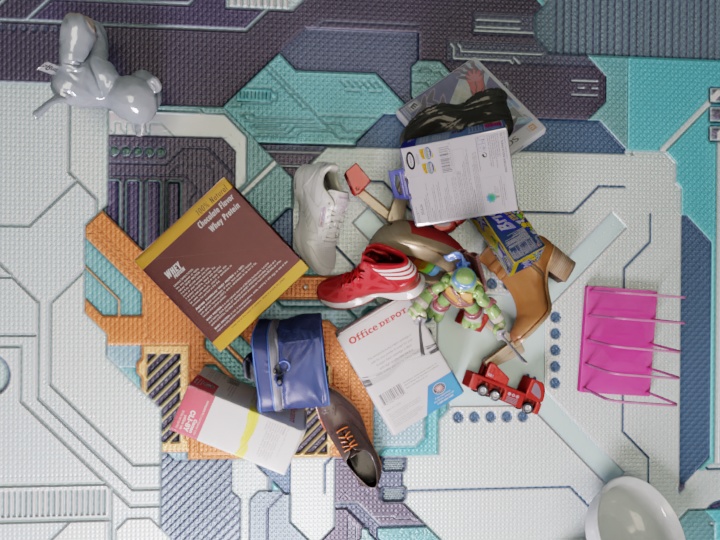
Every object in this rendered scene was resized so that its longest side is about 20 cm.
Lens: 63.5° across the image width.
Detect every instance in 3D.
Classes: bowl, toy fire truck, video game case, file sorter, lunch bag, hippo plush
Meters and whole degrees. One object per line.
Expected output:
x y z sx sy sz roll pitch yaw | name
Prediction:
0.475 0.481 1.045 0.201 0.090 0.202 13 56 -19 | bowl
0.080 -0.131 1.044 0.141 0.049 0.200 -37 95 -2 | toy fire truck
0.193 -0.265 1.036 0.182 0.023 0.200 -35 69 -4 | video game case
0.490 0.134 1.047 0.139 0.125 0.201 4 90 -4 | file sorter
-0.122 0.151 0.959 0.132 0.200 0.136 -6 95 -3 | lunch bag
-0.404 -0.317 0.951 0.160 0.200 0.160 14 111 -12 | hippo plush
0.255 0.166 1.066 0.200 0.049 0.141 22 87 -5 | toy fire truck

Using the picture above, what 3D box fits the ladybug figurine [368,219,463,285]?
0.109 -0.032 1.017 0.200 0.136 0.072 23 66 -23 | ladybug figurine

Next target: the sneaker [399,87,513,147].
0.164 -0.237 0.984 0.200 0.076 0.091 -19 76 4 | sneaker

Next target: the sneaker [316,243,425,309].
0.000 0.000 0.984 0.200 0.116 0.078 -10 48 21 | sneaker

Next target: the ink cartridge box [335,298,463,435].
0.066 0.161 1.032 0.146 0.086 0.200 -30 91 -4 | ink cartridge box

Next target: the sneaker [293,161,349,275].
-0.065 -0.091 1.010 0.099 0.075 0.201 -5 92 40 | sneaker

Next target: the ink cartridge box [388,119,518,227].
0.145 -0.154 0.947 0.199 0.076 0.137 -9 110 12 | ink cartridge box

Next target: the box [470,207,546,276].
0.237 -0.095 1.019 0.064 0.070 0.200 -27 69 -4 | box

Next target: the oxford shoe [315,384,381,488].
-0.018 0.292 1.031 0.071 0.073 0.200 -33 92 -3 | oxford shoe

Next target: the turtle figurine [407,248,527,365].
0.154 0.080 0.939 0.144 0.194 0.200 -19 77 3 | turtle figurine

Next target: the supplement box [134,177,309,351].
-0.224 -0.011 0.984 0.197 0.133 0.200 -44 94 -3 | supplement box

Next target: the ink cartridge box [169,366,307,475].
-0.197 0.249 0.980 0.200 0.145 0.084 23 89 -4 | ink cartridge box

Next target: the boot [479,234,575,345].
0.278 0.020 1.057 0.155 0.074 0.200 32 75 2 | boot
